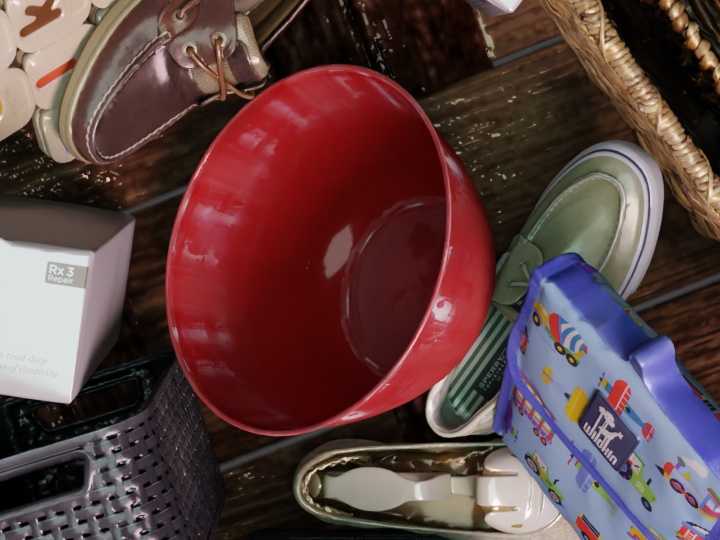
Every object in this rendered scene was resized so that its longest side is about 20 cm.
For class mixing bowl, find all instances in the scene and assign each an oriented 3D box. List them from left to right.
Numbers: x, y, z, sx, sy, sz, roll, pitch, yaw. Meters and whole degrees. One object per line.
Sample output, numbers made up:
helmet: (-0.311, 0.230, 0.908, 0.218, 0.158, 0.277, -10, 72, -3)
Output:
mixing bowl: (0.000, 0.000, 0.910, 0.108, 0.200, 0.201, 20, 101, -47)

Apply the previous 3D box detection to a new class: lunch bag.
lunch bag: (0.145, 0.078, 0.835, 0.094, 0.200, 0.151, -33, 67, -10)

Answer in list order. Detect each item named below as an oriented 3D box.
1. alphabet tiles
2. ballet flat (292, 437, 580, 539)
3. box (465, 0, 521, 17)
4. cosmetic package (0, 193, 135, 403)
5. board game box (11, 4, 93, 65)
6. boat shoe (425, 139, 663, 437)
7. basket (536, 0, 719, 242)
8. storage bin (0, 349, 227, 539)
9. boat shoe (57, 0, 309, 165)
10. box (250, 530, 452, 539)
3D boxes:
alphabet tiles: (-0.148, -0.153, 0.878, 0.195, 0.200, 0.015, -38, 54, -25)
ballet flat: (0.057, 0.129, 0.956, 0.199, 0.062, 0.068, -3, 85, 10)
box: (0.094, -0.248, 0.895, 0.101, 0.113, 0.200, 35, 96, -6)
cosmetic package: (-0.188, 0.008, 0.886, 0.112, 0.200, 0.082, 9, 98, -1)
board game box: (-0.205, -0.229, 0.931, 0.151, 0.046, 0.200, -44, 96, 6)
boat shoe: (0.103, 0.019, 0.927, 0.072, 0.062, 0.200, 35, 116, 17)
basket: (0.204, -0.121, 0.895, 0.143, 0.149, 0.200, -36, 96, 5)
storage bin: (-0.155, 0.119, 0.901, 0.135, 0.200, 0.094, -17, 98, 2)
boat shoe: (-0.080, -0.129, 0.907, 0.072, 0.072, 0.200, 36, 76, 33)
box: (0.006, 0.223, 0.917, 0.148, 0.200, 0.108, 1, 98, 0)
